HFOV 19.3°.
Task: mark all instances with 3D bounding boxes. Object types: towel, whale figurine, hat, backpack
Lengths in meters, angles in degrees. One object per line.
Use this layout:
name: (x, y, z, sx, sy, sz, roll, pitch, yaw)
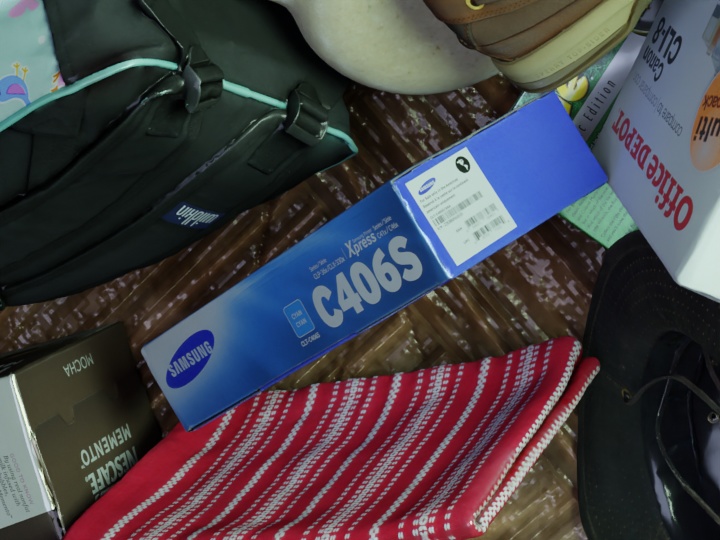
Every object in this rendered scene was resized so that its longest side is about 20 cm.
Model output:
towel: (-0.015, 0.077, 0.859, 0.199, 0.145, 0.023, -11, 110, 31)
whale figurine: (0.008, -0.164, 0.814, 0.159, 0.104, 0.200, -30, 128, 12)
hat: (0.160, 0.073, 0.840, 0.201, 0.081, 0.202, 44, 143, 49)
backpack: (-0.129, -0.070, 0.872, 0.200, 0.175, 0.154, -35, 66, 26)

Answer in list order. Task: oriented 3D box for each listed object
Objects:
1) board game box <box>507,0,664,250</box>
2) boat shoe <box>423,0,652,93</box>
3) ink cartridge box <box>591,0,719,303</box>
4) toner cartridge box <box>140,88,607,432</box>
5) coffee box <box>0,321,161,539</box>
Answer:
board game box: (0.143, -0.098, 0.852, 0.105, 0.023, 0.200, 36, 108, 7)
boat shoe: (0.095, -0.138, 0.724, 0.067, 0.072, 0.200, 27, 133, -26)
ink cartridge box: (0.196, -0.080, 0.748, 0.144, 0.145, 0.201, 19, 107, -13)
toner cartridge box: (0.000, 0.000, 0.835, 0.200, 0.095, 0.043, -32, 88, 51)
coffee box: (-0.203, 0.093, 0.959, 0.199, 0.113, 0.080, -15, 95, 21)
